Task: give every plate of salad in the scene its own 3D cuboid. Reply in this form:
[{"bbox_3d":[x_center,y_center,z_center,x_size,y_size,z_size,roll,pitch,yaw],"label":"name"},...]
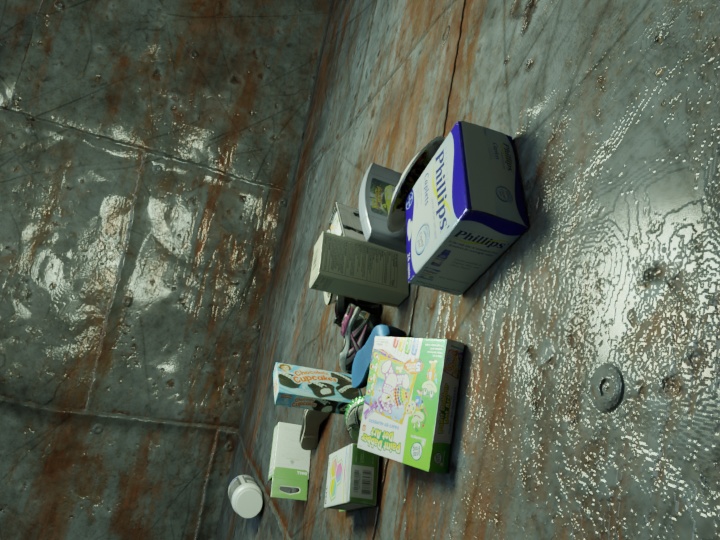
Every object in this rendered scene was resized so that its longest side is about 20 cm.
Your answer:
[{"bbox_3d":[0.115,-0.155,1.078,0.201,0.048,0.201,-49,-19,-23],"label":"plate of salad"}]

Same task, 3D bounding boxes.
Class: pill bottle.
[{"bbox_3d":[-0.416,0.821,2.077,0.200,0.112,0.116,160,122,-71],"label":"pill bottle"}]

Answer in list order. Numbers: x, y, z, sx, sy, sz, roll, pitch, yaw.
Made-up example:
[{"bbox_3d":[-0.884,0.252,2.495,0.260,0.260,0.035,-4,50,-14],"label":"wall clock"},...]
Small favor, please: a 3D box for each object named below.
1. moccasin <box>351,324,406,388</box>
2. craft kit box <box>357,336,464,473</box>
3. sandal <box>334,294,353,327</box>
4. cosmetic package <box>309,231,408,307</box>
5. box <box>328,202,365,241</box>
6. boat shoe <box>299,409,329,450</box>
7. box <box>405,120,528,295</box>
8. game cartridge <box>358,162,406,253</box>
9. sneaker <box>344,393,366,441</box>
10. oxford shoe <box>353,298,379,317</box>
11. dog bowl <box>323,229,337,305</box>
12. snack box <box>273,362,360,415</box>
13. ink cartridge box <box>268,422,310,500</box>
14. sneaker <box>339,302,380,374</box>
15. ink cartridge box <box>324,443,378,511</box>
[{"bbox_3d":[0.036,0.185,1.158,0.201,0.067,0.082,122,148,-50],"label":"moccasin"},{"bbox_3d":[0.078,0.212,0.950,0.199,0.048,0.202,-9,71,56],"label":"craft kit box"},{"bbox_3d":[-0.042,0.091,1.318,0.201,0.047,0.077,72,-159,-66],"label":"sandal"},{"bbox_3d":[0.000,0.000,1.187,0.071,0.196,0.107,130,151,-57],"label":"cosmetic package"},{"bbox_3d":[-0.012,-0.091,1.450,0.201,0.115,0.061,-103,34,-59],"label":"box"},{"bbox_3d":[-0.127,0.393,1.535,0.057,0.066,0.203,-112,35,-56],"label":"boat shoe"},{"bbox_3d":[0.157,-0.094,0.907,0.201,0.103,0.187,125,153,-50],"label":"box"},{"bbox_3d":[0.061,-0.136,1.209,0.041,0.131,0.203,124,153,-50],"label":"game cartridge"},{"bbox_3d":[0.024,0.280,1.099,0.201,0.077,0.086,120,156,-43],"label":"sneaker"},{"bbox_3d":[0.018,0.032,1.328,0.084,0.071,0.204,-148,74,-77],"label":"oxford shoe"},{"bbox_3d":[-0.054,-0.008,1.540,0.200,0.072,0.205,-179,90,-79],"label":"dog bowl"},{"bbox_3d":[-0.098,0.269,1.299,0.117,0.196,0.038,-114,39,-64],"label":"snack box"},{"bbox_3d":[-0.195,0.533,1.586,0.059,0.102,0.203,126,152,-51],"label":"ink cartridge box"},{"bbox_3d":[0.003,0.167,1.266,0.202,0.085,0.081,90,-160,-47],"label":"sneaker"},{"bbox_3d":[-0.028,0.425,1.162,0.200,0.058,0.106,131,148,-57],"label":"ink cartridge box"}]
